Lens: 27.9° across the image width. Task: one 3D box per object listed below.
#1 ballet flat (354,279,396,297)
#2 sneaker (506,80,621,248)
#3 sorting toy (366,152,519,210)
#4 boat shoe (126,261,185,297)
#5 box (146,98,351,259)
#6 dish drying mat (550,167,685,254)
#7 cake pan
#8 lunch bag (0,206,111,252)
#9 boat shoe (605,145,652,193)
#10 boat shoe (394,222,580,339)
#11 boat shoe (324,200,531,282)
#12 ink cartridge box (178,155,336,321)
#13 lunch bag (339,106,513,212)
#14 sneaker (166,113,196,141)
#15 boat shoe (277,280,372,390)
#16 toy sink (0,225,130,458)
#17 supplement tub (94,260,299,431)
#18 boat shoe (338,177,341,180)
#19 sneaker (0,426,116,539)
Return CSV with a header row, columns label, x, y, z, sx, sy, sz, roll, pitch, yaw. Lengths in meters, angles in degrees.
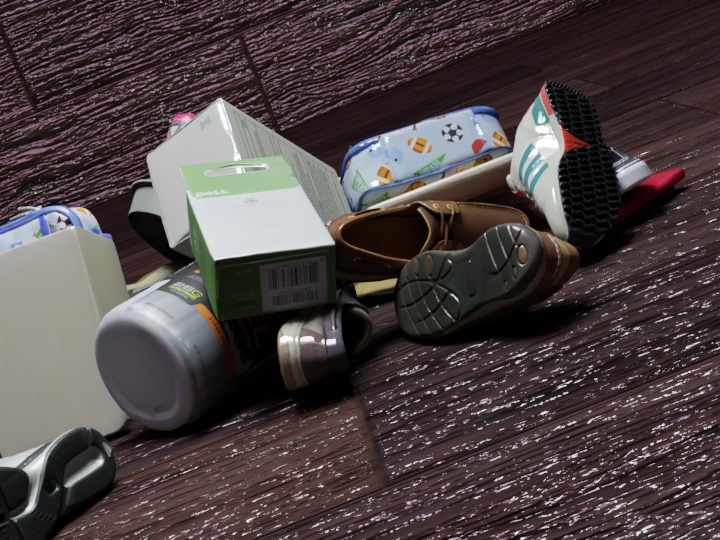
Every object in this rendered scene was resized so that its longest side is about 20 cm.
label,x,y,z,sx,sy,sz,roll,pitch,yaw
ballet flat,0.000,0.000,1.454,0.200,0.063,0.069,-18,14,16
sneaker,0.182,-0.082,1.353,0.093,0.070,0.200,-53,30,42
sorting toy,0.086,-0.072,1.524,0.185,0.036,0.200,-21,-9,-1
boat shoe,-0.240,0.051,1.628,0.066,0.072,0.201,11,31,32
box,-0.106,-0.065,1.502,0.109,0.128,0.200,-35,-37,22
dish drying mat,0.226,-0.046,1.375,0.200,0.018,0.077,-32,13,-37
cake pan,-0.186,-0.034,1.683,0.200,0.200,0.037,-2,55,59
lunch bag,-0.322,0.032,1.506,0.160,0.200,0.076,-20,-4,14
boat shoe,0.219,-0.100,1.427,0.072,0.068,0.200,-28,6,-10
boat shoe,0.104,0.014,1.213,0.074,0.076,0.200,4,-13,-33
boat shoe,0.062,-0.027,1.291,0.200,0.072,0.068,-5,-12,-14
ink cartridge box,-0.094,-0.033,1.278,0.104,0.059,0.200,-8,29,-13
lunch bag,0.066,-0.102,1.620,0.200,0.076,0.160,-16,-22,-11
sneaker,-0.132,-0.123,1.621,0.081,0.075,0.200,-4,-10,38
boat shoe,-0.021,0.053,1.256,0.065,0.072,0.200,-4,12,12
toy sink,-0.286,0.077,1.397,0.130,0.200,0.112,-20,-11,9
supplement tub,-0.132,0.051,1.314,0.123,0.123,0.200,-11,16,42
boat shoe,-0.010,-0.077,1.741,0.072,0.069,0.200,5,14,41
sneaker,-0.293,0.191,1.137,0.115,0.076,0.200,-24,0,35
